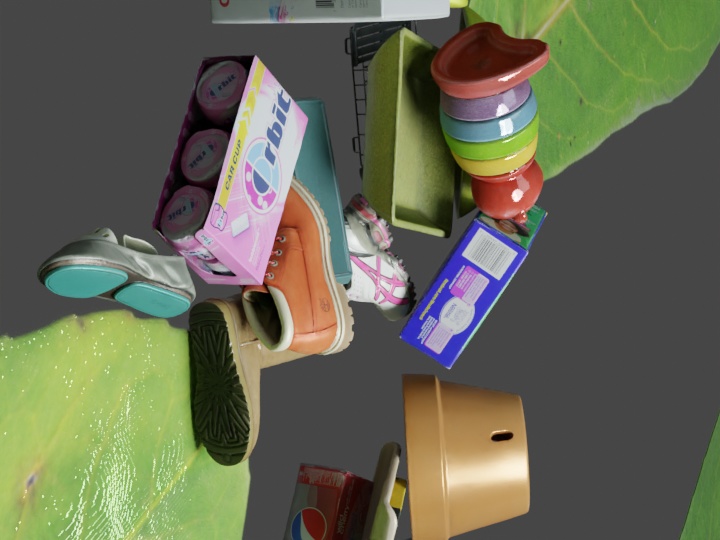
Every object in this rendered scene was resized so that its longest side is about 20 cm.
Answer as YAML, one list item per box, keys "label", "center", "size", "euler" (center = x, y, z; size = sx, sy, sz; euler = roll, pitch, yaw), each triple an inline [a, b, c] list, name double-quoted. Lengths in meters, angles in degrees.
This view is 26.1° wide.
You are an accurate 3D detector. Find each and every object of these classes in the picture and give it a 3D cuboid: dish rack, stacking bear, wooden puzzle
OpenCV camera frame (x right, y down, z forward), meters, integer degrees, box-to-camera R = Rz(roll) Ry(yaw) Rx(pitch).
- label: "dish rack"
  center: [0.043, -0.202, 1.782]
  size: [0.153, 0.054, 0.202]
  euler: [-28, 117, -55]
- label: "stacking bear"
  center: [0.147, -0.145, 1.674]
  size: [0.113, 0.121, 0.201]
  euler: [-33, 129, -23]
- label: "wooden puzzle"
  center: [0.019, 0.306, 1.703]
  size: [0.200, 0.037, 0.186]
  euler: [-83, -173, -75]

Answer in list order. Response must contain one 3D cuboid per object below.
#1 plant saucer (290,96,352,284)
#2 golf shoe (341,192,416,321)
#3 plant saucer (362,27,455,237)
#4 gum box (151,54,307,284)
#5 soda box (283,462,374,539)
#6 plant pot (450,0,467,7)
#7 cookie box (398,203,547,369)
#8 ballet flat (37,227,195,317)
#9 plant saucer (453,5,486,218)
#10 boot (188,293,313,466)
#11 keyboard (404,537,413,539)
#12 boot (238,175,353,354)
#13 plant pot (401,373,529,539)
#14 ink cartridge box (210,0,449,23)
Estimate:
- label: "plant saucer"
  center: [-0.048, -0.083, 1.624]
  size: [0.070, 0.019, 0.202]
  euler: [-9, 89, -43]
- label: "golf shoe"
  center: [0.000, 0.000, 1.740]
  size: [0.092, 0.073, 0.200]
  euler: [-39, 140, -9]
- label: "plant saucer"
  center: [0.051, -0.143, 1.668]
  size: [0.199, 0.047, 0.202]
  euler: [9, 84, -69]
- label: "gum box"
  center: [-0.125, -0.091, 1.492]
  size: [0.114, 0.066, 0.201]
  euler: [47, 50, -52]
- label: "soda box"
  center: [-0.046, 0.318, 1.696]
  size: [0.070, 0.063, 0.202]
  euler: [33, 67, -55]
- label: "plant pot"
  center: [0.059, -0.389, 1.657]
  size: [0.181, 0.198, 0.201]
  euler: [-44, 131, -39]
- label: "cookie box"
  center: [0.134, 0.001, 1.810]
  size: [0.172, 0.075, 0.200]
  euler: [-57, 178, 20]
- label: "ballet flat"
  center: [-0.221, -0.005, 1.380]
  size: [0.200, 0.067, 0.064]
  euler: [21, 49, -59]
- label: "plant saucer"
  center: [0.139, -0.188, 1.823]
  size: [0.200, 0.047, 0.201]
  euler: [-90, -177, -64]
- label: "boot"
  center: [-0.088, 0.091, 1.592]
  size: [0.200, 0.066, 0.177]
  euler: [-18, 107, -58]
- label: "keyboard"
  center: [0.061, 0.382, 1.889]
  size: [0.200, 0.039, 0.105]
  euler: [0, 94, -64]
- label: "boot"
  center: [-0.082, -0.011, 1.539]
  size: [0.107, 0.075, 0.201]
  euler: [-5, 69, -49]
- label: "plant pot"
  center: [0.122, 0.216, 1.811]
  size: [0.200, 0.139, 0.202]
  euler: [-5, 90, -89]
- label: "ink cartridge box"
  center: [-0.032, -0.315, 1.504]
  size: [0.144, 0.199, 0.147]
  euler: [-19, 111, -59]
